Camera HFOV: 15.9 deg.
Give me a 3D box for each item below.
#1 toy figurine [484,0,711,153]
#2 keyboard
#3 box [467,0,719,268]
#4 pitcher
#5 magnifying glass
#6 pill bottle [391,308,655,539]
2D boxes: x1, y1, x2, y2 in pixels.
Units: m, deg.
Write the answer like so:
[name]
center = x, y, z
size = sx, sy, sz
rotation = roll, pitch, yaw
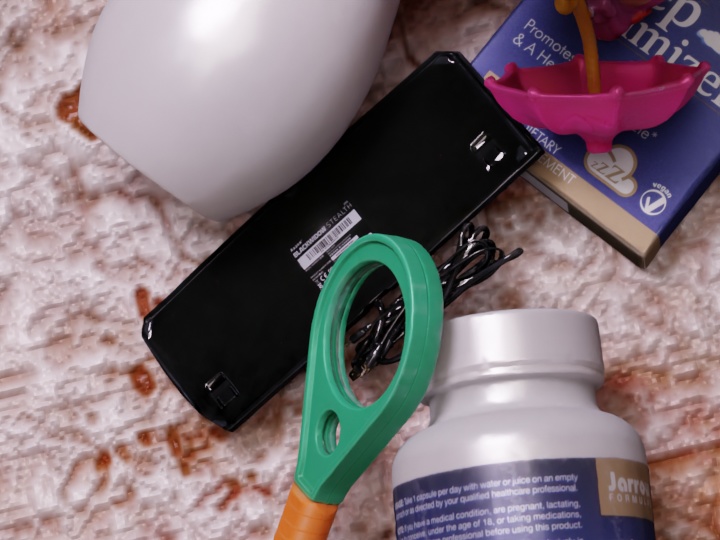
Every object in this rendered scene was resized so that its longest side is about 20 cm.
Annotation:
[toy figurine]
center = 0.096, -0.144, 1.095
size = 0.150, 0.184, 0.200
rotation = 12, 58, 29
[keyboard]
center = 0.000, 0.000, 1.174
size = 0.200, 0.040, 0.104
rotation = -42, 63, 9
[box]
center = 0.144, -0.115, 1.184
size = 0.121, 0.032, 0.200
rotation = 38, 84, 14
[pitcher]
center = -0.046, -0.134, 1.178
size = 0.200, 0.121, 0.172
rotation = -53, 33, 3
[magnifying glass]
center = -0.011, 0.078, 1.120
size = 0.080, 0.022, 0.200
rotation = 44, 118, 52
[pill bottle]
center = 0.071, 0.122, 1.097
size = 0.111, 0.111, 0.200
rotation = -6, 77, 6
